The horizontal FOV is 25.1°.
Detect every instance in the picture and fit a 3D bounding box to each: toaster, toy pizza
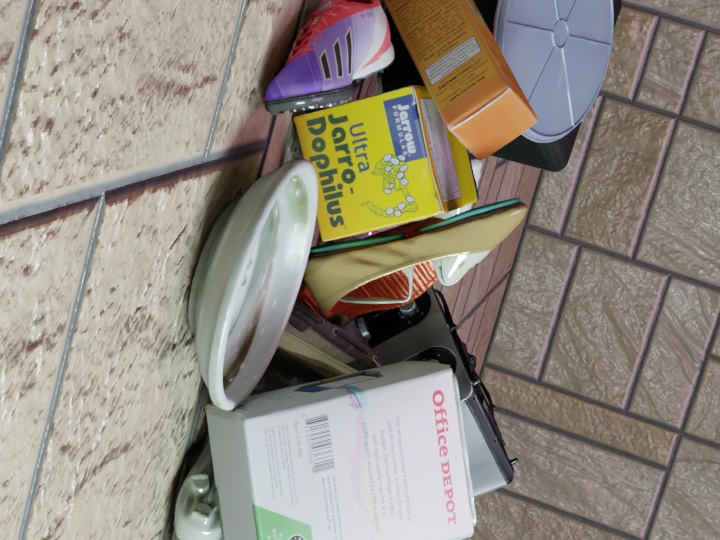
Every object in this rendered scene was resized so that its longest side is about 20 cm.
[{"bbox_3d":[0.065,0.125,1.597,0.201,0.118,0.182,61,7,-48],"label":"toaster"},{"bbox_3d":[0.174,-0.220,1.502,0.199,0.031,0.203,-18,114,-48],"label":"toy pizza"}]

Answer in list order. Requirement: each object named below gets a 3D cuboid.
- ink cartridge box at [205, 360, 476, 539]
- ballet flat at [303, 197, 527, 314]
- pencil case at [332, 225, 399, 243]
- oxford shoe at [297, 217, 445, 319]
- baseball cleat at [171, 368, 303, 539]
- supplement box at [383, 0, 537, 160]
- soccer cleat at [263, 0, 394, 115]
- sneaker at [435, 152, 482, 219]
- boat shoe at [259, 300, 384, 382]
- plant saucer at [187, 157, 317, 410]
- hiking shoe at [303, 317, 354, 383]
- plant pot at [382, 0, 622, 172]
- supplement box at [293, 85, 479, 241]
[{"bbox_3d":[-0.014,0.164,1.319,0.087,0.198,0.147,4,-77,62],"label":"ink cartridge box"},{"bbox_3d":[0.050,-0.009,1.363,0.069,0.198,0.064,-25,101,-81],"label":"ballet flat"},{"bbox_3d":[0.003,-0.003,1.635,0.088,0.087,0.201,-60,165,-47],"label":"pencil case"},{"bbox_3d":[0.000,0.000,1.446,0.072,0.198,0.073,56,19,-21],"label":"oxford shoe"},{"bbox_3d":[-0.114,0.168,1.396,0.200,0.069,0.107,-55,174,-43],"label":"baseball cleat"},{"bbox_3d":[0.079,-0.196,1.400,0.068,0.201,0.066,-35,145,13],"label":"supplement box"},{"bbox_3d":[-0.028,-0.174,1.268,0.200,0.067,0.074,-45,128,-60],"label":"soccer cleat"},{"bbox_3d":[0.064,-0.083,1.637,0.200,0.074,0.090,-142,-125,-72],"label":"sneaker"},{"bbox_3d":[-0.024,0.068,1.403,0.071,0.200,0.067,-8,-118,51],"label":"boat shoe"},{"bbox_3d":[-0.090,0.005,1.246,0.200,0.050,0.202,19,90,-80],"label":"plant saucer"},{"bbox_3d":[-0.058,0.105,1.480,0.075,0.086,0.202,115,-11,-62],"label":"hiking shoe"},{"bbox_3d":[0.125,-0.242,1.606,0.202,0.198,0.177,-69,156,-12],"label":"plant pot"},{"bbox_3d":[0.027,-0.096,1.419,0.200,0.108,0.110,-22,98,-76],"label":"supplement box"}]
